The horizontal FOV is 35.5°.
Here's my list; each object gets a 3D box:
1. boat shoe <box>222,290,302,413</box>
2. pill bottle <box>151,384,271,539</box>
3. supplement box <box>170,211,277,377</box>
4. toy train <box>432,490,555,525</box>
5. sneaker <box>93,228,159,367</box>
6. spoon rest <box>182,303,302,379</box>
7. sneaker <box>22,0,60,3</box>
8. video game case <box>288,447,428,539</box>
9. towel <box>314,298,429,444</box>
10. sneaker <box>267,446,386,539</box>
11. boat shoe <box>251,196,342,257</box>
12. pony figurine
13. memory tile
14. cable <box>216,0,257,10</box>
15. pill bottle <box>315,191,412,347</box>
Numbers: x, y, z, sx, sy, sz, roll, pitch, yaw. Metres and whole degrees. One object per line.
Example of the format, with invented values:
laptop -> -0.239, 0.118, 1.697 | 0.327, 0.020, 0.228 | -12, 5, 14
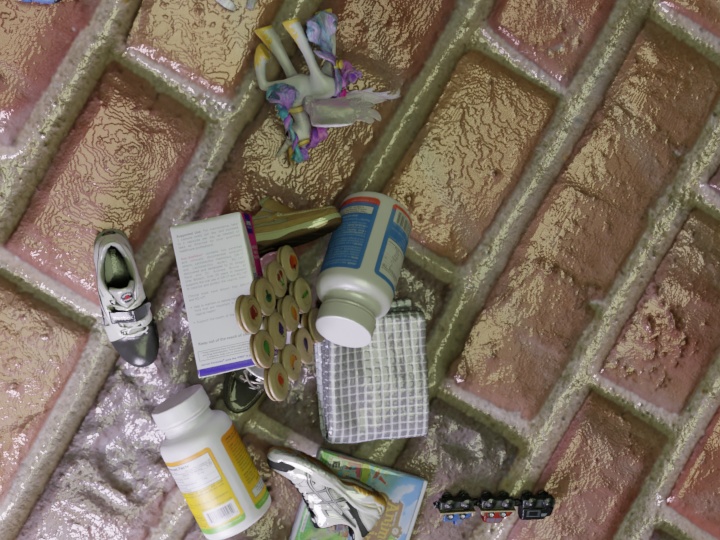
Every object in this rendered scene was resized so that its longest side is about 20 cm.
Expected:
boat shoe -> -0.142, 0.119, 1.636 | 0.066, 0.057, 0.202 | 30, 90, -13
pill bottle -> -0.218, 0.271, 1.609 | 0.110, 0.111, 0.202 | -27, 100, -7
supplement box -> -0.182, 0.030, 1.515 | 0.102, 0.101, 0.204 | -12, 91, 4
toy train -> 0.207, 0.369, 1.746 | 0.196, 0.034, 0.047 | 1, 108, -12
sneaker -> -0.333, 0.046, 1.576 | 0.073, 0.088, 0.203 | -18, 100, -10
spoon rest -> -0.168, 0.083, 1.590 | 0.198, 0.061, 0.101 | 26, 93, 11
sneaker -> -0.414, -0.459, 1.520 | 0.088, 0.079, 0.203 | 12, 102, -19
video game case -> -0.010, 0.389, 1.708 | 0.179, 0.022, 0.203 | 18, 92, -13
towel -> 0.018, 0.150, 1.657 | 0.163, 0.086, 0.204 | -4, 97, -12
sneaker -> -0.059, 0.331, 1.643 | 0.198, 0.076, 0.089 | 31, 90, -12
boat shoe -> -0.123, -0.069, 1.586 | 0.197, 0.072, 0.077 | -16, 78, 17
pony figurine -> -0.057, -0.257, 1.582 | 0.190, 0.166, 0.203 | -10, 103, 23
memory tile -> -0.103, 0.068, 1.503 | 0.017, 0.200, 0.155 | -11, 112, 23
cable -> -0.197, -0.485, 1.555 | 0.198, 0.069, 0.203 | 25, 91, -13
pill bottle -> 0.000, 0.000, 1.583 | 0.111, 0.112, 0.202 | 25, 60, -13
